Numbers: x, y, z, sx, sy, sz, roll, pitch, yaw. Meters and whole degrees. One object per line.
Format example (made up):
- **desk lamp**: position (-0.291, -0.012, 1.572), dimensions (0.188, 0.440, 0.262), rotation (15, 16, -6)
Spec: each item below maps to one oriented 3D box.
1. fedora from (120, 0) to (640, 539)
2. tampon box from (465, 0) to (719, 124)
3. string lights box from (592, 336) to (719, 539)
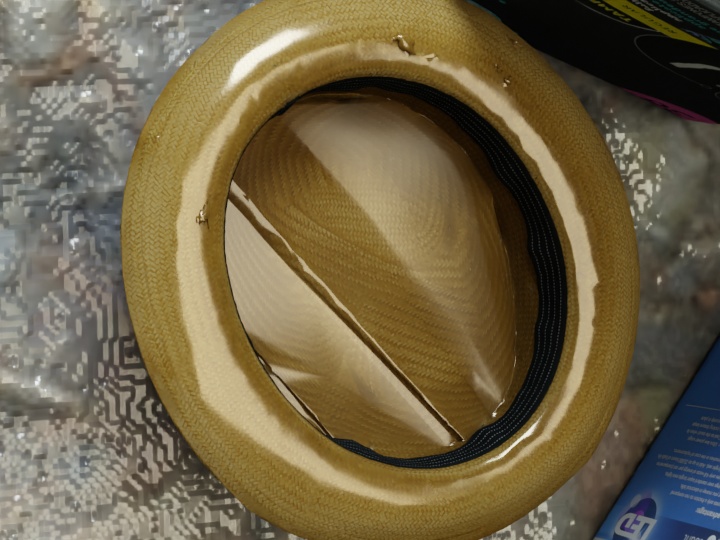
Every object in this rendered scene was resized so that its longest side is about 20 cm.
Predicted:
- **fedora**: position (0.000, 0.000, 1.028), dimensions (0.200, 0.082, 0.202), rotation (0, 90, -21)
- **tampon box**: position (0.122, -0.131, 1.007), dimensions (0.149, 0.200, 0.127), rotation (23, 85, -23)
- **string lights box**: position (0.163, 0.064, 1.094), dimensions (0.059, 0.103, 0.200), rotation (37, 80, -21)
